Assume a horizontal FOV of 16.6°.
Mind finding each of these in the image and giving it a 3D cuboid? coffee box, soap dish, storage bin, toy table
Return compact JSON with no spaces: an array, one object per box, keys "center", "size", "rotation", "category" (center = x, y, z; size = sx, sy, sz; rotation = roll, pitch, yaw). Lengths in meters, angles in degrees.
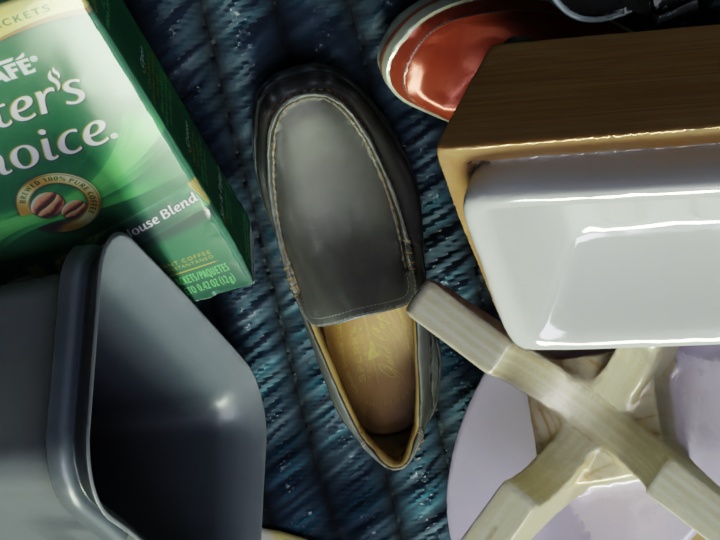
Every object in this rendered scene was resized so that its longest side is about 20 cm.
[{"center":[-0.136,-0.053,1.060],"size":[0.122,0.044,0.200],"rotation":[-15,137,11],"category":"coffee box"},{"center":[0.141,-0.034,0.990],"size":[0.199,0.082,0.158],"rotation":[-4,153,12],"category":"soap dish"},{"center":[-0.138,0.087,1.096],"size":[0.133,0.146,0.200],"rotation":[-7,155,18],"category":"storage bin"},{"center":[0.108,0.070,1.123],"size":[0.183,0.117,0.201],"rotation":[25,93,16],"category":"toy table"}]

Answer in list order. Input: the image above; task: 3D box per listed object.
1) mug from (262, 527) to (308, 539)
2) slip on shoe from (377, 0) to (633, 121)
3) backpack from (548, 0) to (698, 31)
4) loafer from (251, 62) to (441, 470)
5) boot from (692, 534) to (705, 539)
[{"center":[-0.045,0.240,1.237],"size":[0.185,0.150,0.154],"rotation":[16,127,-10],"category":"mug"},{"center":[0.103,-0.073,1.104],"size":[0.199,0.061,0.074],"rotation":[18,120,-17],"category":"slip on shoe"},{"center":[0.113,-0.222,0.956],"size":[0.177,0.151,0.201],"rotation":[-23,133,0],"category":"backpack"},{"center":[0.000,0.000,1.128],"size":[0.072,0.072,0.201],"rotation":[-17,122,5],"category":"loafer"},{"center":[0.186,0.067,1.202],"size":[0.199,0.066,0.176],"rotation":[0,115,-3],"category":"boot"}]
